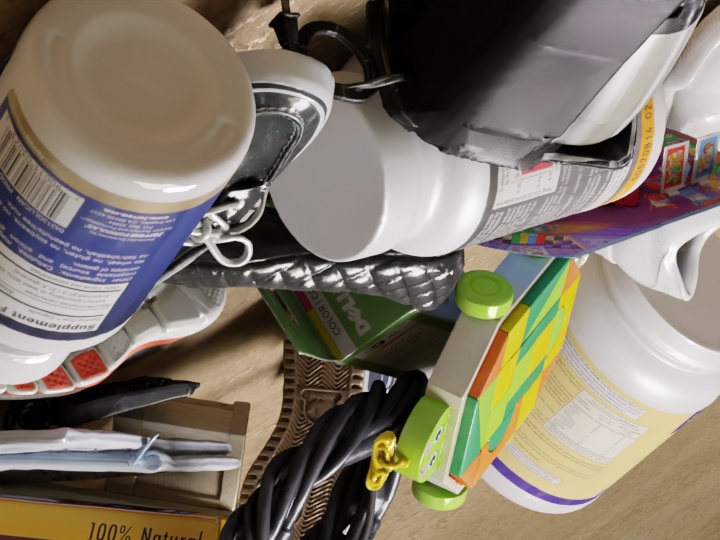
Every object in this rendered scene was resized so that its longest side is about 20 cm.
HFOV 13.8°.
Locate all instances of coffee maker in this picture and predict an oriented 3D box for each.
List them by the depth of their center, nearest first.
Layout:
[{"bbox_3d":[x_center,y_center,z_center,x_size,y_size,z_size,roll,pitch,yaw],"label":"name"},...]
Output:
[{"bbox_3d":[0.094,-0.143,1.394,0.192,0.135,0.200,-16,157,-36],"label":"coffee maker"}]

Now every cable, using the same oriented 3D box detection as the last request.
[{"bbox_3d":[-0.026,0.135,1.675,0.200,0.051,0.163,-57,156,-7],"label":"cable"}]

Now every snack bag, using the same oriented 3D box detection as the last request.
[{"bbox_3d":[-0.191,0.104,1.642,0.189,0.021,0.200,-4,173,22],"label":"snack bag"}]

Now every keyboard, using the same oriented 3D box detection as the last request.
[{"bbox_3d":[-0.150,0.063,1.665,0.104,0.040,0.200,-15,180,-9],"label":"keyboard"}]

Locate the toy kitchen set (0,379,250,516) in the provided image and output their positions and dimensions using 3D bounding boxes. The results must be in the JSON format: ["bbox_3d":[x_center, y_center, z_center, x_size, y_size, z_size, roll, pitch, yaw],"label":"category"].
[{"bbox_3d":[-0.157,0.132,1.874,0.163,0.180,0.200,9,119,-1],"label":"toy kitchen set"}]

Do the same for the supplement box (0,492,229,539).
[{"bbox_3d":[-0.180,0.230,1.702,0.197,0.200,0.133,5,175,3],"label":"supplement box"}]

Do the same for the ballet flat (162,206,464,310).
[{"bbox_3d":[-0.041,-0.002,1.574,0.200,0.066,0.057,2,124,-12],"label":"ballet flat"}]

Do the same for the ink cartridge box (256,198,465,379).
[{"bbox_3d":[0.000,0.000,1.681,0.059,0.104,0.200,-36,162,14],"label":"ink cartridge box"}]

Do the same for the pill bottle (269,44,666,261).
[{"bbox_3d":[0.055,-0.072,1.550,0.200,0.116,0.116,-17,158,-40],"label":"pill bottle"}]

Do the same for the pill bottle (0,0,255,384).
[{"bbox_3d":[-0.134,-0.031,1.356,0.111,0.111,0.200,-18,159,-37],"label":"pill bottle"}]

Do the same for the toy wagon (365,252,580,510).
[{"bbox_3d":[0.064,0.064,1.667,0.200,0.040,0.155,-48,156,-48],"label":"toy wagon"}]

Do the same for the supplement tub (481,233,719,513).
[{"bbox_3d":[0.166,0.061,2.058,0.145,0.145,0.200,-11,154,-48],"label":"supplement tub"}]

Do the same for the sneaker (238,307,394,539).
[{"bbox_3d":[-0.024,0.104,1.838,0.070,0.200,0.109,10,172,8],"label":"sneaker"}]

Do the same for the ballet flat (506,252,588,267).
[{"bbox_3d":[0.113,-0.028,1.856,0.069,0.069,0.200,-31,163,1],"label":"ballet flat"}]

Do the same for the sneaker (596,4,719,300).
[{"bbox_3d":[0.217,-0.074,1.807,0.075,0.088,0.200,-18,139,-51],"label":"sneaker"}]

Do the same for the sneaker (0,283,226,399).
[{"bbox_3d":[-0.160,0.038,1.575,0.200,0.077,0.082,-13,162,-43],"label":"sneaker"}]

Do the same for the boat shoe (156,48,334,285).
[{"bbox_3d":[-0.079,-0.040,1.433,0.074,0.068,0.199,21,147,-32],"label":"boat shoe"}]

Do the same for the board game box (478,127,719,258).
[{"bbox_3d":[0.118,-0.067,1.692,0.200,0.158,0.039,-19,121,-34],"label":"board game box"}]
